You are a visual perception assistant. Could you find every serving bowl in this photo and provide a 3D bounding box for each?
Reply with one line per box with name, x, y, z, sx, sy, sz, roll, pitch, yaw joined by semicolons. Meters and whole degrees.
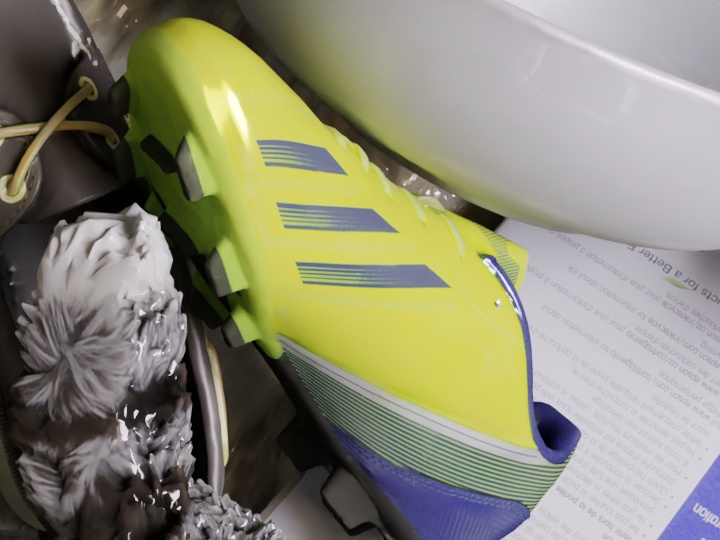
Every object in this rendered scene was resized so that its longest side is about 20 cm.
serving bowl;0.043;-0.060;0.745;0.200;0.200;0.066;13;111;-37

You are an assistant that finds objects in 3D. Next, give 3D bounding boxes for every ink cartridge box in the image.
ink cartridge box;0.091;0.079;0.796;0.197;0.047;0.200;35;69;13

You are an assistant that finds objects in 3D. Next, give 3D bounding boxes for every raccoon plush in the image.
raccoon plush;-0.022;0.087;0.694;0.134;0.096;0.201;2;95;-63

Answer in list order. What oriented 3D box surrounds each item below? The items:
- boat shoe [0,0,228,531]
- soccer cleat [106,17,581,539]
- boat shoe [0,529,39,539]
boat shoe;-0.084;-0.019;0.719;0.072;0.060;0.202;-28;110;-31
soccer cleat;0.000;0.000;0.708;0.084;0.065;0.200;-36;130;-8
boat shoe;-0.157;0.071;0.666;0.201;0.074;0.065;7;94;-30
